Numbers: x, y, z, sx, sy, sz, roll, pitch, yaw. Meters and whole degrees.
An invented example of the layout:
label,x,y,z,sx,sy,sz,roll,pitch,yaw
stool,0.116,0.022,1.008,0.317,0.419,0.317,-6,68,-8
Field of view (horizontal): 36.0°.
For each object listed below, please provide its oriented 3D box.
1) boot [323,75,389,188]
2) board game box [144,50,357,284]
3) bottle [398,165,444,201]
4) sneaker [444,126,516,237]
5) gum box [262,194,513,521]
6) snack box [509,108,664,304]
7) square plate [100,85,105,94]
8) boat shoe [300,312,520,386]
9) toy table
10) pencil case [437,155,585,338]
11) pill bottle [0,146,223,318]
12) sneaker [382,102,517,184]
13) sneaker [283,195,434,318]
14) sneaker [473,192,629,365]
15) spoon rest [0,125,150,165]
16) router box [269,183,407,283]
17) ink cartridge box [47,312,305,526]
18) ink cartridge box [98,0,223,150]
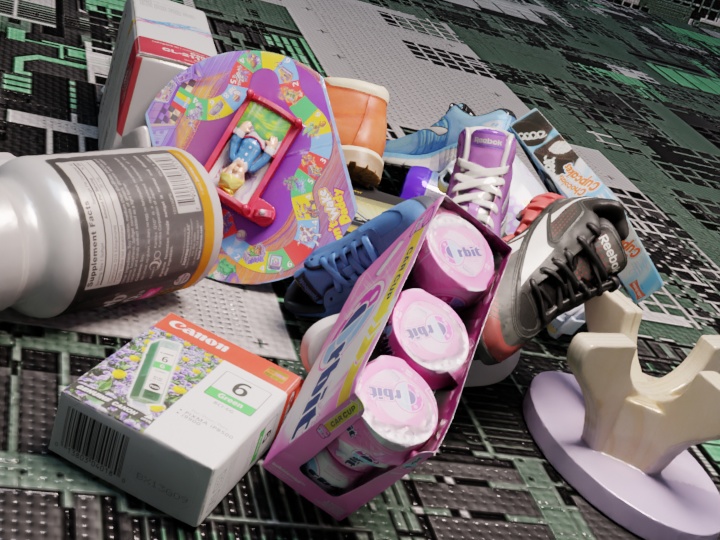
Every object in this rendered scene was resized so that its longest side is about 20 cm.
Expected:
label,x,y,z,sx,sy,sz,roll,pitch,yaw
boot,-0.064,-0.146,1.126,0.199,0.108,0.075,5,-17,19
board game box,-0.092,-0.091,0.929,0.157,0.201,0.039,-14,-3,-3
bottle,0.134,-0.049,1.158,0.199,0.066,0.084,20,8,2
sneaker,0.089,-0.053,0.910,0.072,0.115,0.201,10,35,5
gum box,0.020,0.058,0.724,0.066,0.113,0.200,36,46,-9
snack box,0.219,-0.067,1.085,0.116,0.037,0.200,51,8,-36
square plate,-0.180,-0.193,1.273,0.197,0.029,0.200,17,25,-4
boat shoe,0.034,0.056,0.878,0.199,0.072,0.066,-4,18,-31
toy table,0.219,0.104,0.856,0.183,0.118,0.200,-4,33,-42
pencil case,0.158,-0.034,1.052,0.200,0.083,0.091,53,27,10
pill bottle,-0.208,-0.029,0.816,0.116,0.117,0.199,35,29,31
sneaker,0.099,-0.136,1.216,0.199,0.090,0.078,2,-25,47
sneaker,0.000,0.000,0.863,0.078,0.200,0.066,-17,83,-29
sneaker,0.145,0.000,0.841,0.097,0.071,0.200,-5,28,39
spoon rest,-0.255,-0.068,0.893,0.199,0.061,0.099,-20,2,-39
router box,0.012,-0.024,1.040,0.199,0.053,0.157,16,24,-9
ink cartridge box,-0.104,0.081,0.744,0.108,0.051,0.200,25,26,11
ink cartridge box,-0.196,-0.165,1.063,0.082,0.146,0.200,12,26,-19
